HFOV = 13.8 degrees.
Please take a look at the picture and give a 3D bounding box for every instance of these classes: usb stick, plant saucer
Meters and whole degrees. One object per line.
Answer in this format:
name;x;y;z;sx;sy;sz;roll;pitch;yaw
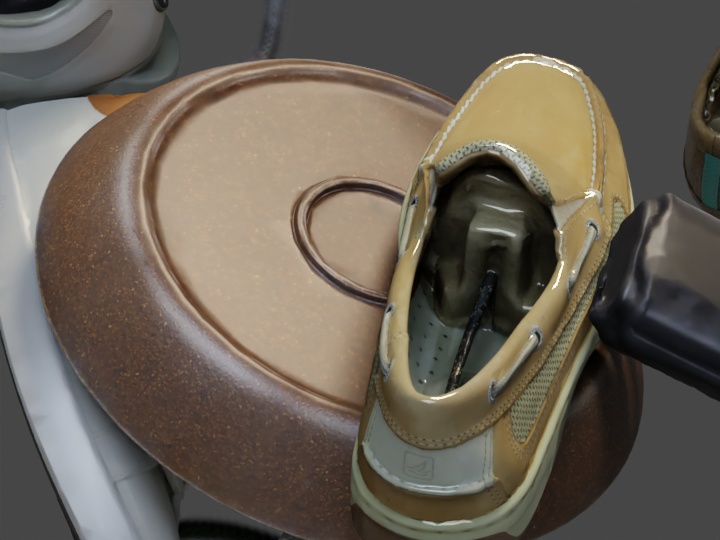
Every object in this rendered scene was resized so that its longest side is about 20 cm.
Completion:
usb stick;0.158;0.040;0.856;0.200;0.033;0.056;27;48;-9
plant saucer;0.000;0.000;0.921;0.200;0.035;0.201;13;43;-12

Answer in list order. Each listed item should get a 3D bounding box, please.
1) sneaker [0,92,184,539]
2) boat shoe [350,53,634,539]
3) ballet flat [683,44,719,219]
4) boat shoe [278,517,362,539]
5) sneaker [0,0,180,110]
sneaker;-0.069;0.019;0.936;0.084;0.073;0.200;-15;56;-3
boat shoe;0.042;-0.008;0.856;0.071;0.076;0.200;4;41;7
ballet flat;0.162;-0.107;0.972;0.068;0.072;0.200;29;81;25
boat shoe;0.033;0.153;0.847;0.074;0.067;0.200;-39;63;-19
sneaker;-0.165;-0.084;1.003;0.200;0.089;0.074;-15;59;-4
